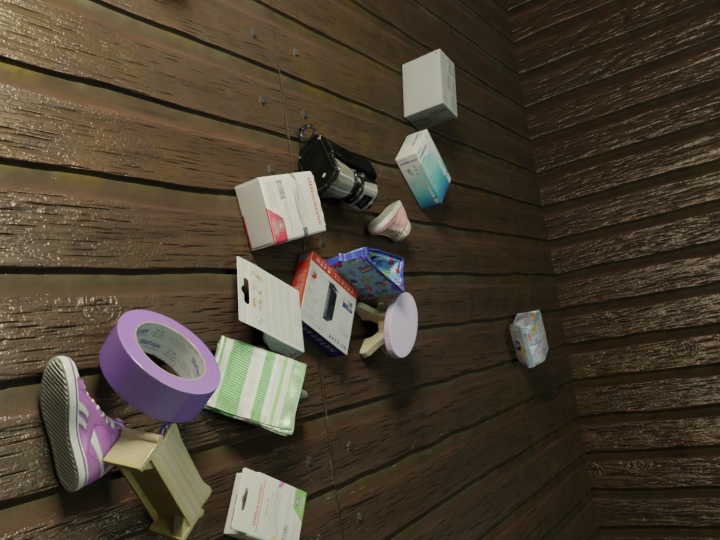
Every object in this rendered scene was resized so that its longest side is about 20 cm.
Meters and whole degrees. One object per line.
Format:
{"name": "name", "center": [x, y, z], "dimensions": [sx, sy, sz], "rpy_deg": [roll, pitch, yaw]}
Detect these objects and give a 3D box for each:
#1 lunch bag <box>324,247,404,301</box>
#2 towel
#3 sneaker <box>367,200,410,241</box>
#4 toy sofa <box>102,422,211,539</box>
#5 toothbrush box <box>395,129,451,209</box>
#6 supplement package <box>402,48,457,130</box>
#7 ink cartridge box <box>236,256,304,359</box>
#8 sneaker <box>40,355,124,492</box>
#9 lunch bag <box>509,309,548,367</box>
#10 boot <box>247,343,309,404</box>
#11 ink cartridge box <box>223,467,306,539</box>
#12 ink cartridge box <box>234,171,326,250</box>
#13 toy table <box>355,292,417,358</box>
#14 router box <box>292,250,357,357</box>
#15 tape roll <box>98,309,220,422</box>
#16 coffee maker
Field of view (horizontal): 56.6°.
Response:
{"name": "lunch bag", "center": [0.000, 0.000, 1.705], "dimensions": [0.198, 0.147, 0.097], "rpy_deg": [25, 58, -50]}
{"name": "towel", "center": [-0.210, 0.231, 1.342], "dimensions": [0.195, 0.023, 0.157], "rpy_deg": [22, 63, -21]}
{"name": "sneaker", "center": [0.093, -0.124, 1.956], "dimensions": [0.107, 0.074, 0.200], "rpy_deg": [63, 31, -12]}
{"name": "toy sofa", "center": [-0.330, 0.344, 1.106], "dimensions": [0.099, 0.080, 0.204], "rpy_deg": [-59, 144, -45]}
{"name": "toothbrush box", "center": [0.209, -0.332, 2.193], "dimensions": [0.202, 0.083, 0.148], "rpy_deg": [57, 39, -29]}
{"name": "supplement package", "center": [0.232, -0.608, 2.256], "dimensions": [0.110, 0.152, 0.207], "rpy_deg": [23, 60, -51]}
{"name": "ink cartridge box", "center": [-0.204, 0.084, 1.431], "dimensions": [0.198, 0.049, 0.166], "rpy_deg": [32, 38, -43]}
{"name": "sneaker", "center": [-0.432, 0.227, 1.053], "dimensions": [0.113, 0.071, 0.208], "rpy_deg": [-18, 105, -60]}
{"name": "lunch bag", "center": [0.670, 0.272, 2.665], "dimensions": [0.200, 0.124, 0.175], "rpy_deg": [-40, 115, -64]}
{"name": "boot", "center": [-0.185, 0.222, 1.424], "dimensions": [0.197, 0.066, 0.135], "rpy_deg": [12, 68, -50]}
{"name": "ink cartridge box", "center": [-0.198, 0.474, 1.321], "dimensions": [0.200, 0.066, 0.120], "rpy_deg": [42, 47, -43]}
{"name": "ink cartridge box", "center": [-0.180, -0.140, 1.538], "dimensions": [0.198, 0.082, 0.150], "rpy_deg": [-20, 96, -56]}
{"name": "toy table", "center": [0.071, 0.152, 1.794], "dimensions": [0.188, 0.114, 0.201], "rpy_deg": [63, 35, -19]}
{"name": "router box", "center": [-0.091, 0.085, 1.630], "dimensions": [0.200, 0.048, 0.184], "rpy_deg": [42, 47, -42]}
{"name": "tape roll", "center": [-0.333, 0.158, 1.121], "dimensions": [0.198, 0.066, 0.201], "rpy_deg": [38, 13, -10]}
{"name": "coffee maker", "center": [-0.055, -0.265, 1.726], "dimensions": [0.198, 0.132, 0.199], "rpy_deg": [15, 66, -54]}
